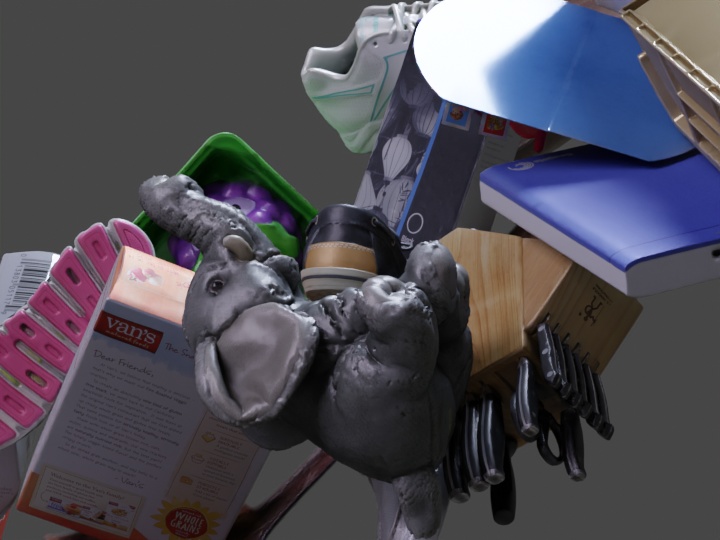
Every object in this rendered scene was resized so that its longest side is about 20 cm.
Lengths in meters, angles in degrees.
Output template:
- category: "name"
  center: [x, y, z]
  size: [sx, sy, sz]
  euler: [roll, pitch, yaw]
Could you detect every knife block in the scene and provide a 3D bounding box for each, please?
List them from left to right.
- category: "knife block"
  center: [0.079, 0.066, 1.654]
  size: [0.176, 0.064, 0.200]
  euler: [-54, 29, -16]

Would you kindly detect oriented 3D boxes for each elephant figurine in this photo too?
- category: "elephant figurine"
  center: [-0.042, 0.044, 1.588]
  size: [0.199, 0.142, 0.155]
  euler: [4, 40, 15]

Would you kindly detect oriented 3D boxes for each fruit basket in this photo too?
- category: "fruit basket"
  center: [-0.104, 0.025, 1.896]
  size: [0.216, 0.155, 0.216]
  euler: [-46, 10, 10]

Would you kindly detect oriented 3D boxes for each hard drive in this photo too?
- category: "hard drive"
  center: [0.170, -0.037, 1.632]
  size: [0.132, 0.025, 0.200]
  euler: [-13, 21, -18]

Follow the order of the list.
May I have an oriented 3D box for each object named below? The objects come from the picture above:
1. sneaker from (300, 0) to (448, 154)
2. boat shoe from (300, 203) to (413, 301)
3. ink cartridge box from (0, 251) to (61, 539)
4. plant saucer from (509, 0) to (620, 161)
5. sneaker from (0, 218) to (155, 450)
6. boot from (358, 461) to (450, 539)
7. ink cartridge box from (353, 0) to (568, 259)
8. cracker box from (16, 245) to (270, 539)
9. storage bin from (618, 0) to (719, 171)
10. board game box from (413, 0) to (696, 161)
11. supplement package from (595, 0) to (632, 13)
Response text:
- category: "sneaker"
  center: [0.042, -0.152, 1.905]
  size: [0.200, 0.080, 0.071]
  euler: [-29, 31, 31]
- category: "boat shoe"
  center: [0.000, 0.000, 1.761]
  size: [0.074, 0.200, 0.062]
  euler: [3, 80, 7]
- category: "ink cartridge box"
  center: [-0.241, 0.112, 1.963]
  size: [0.057, 0.200, 0.163]
  euler: [2, 42, 8]
- category: "plant saucer"
  center: [0.126, -0.138, 1.886]
  size: [0.200, 0.037, 0.201]
  euler: [-37, 28, 24]
- category: "sneaker"
  center: [-0.207, 0.052, 1.826]
  size: [0.200, 0.074, 0.087]
  euler: [-48, -9, -2]
- category: "boot"
  center: [0.007, 0.102, 1.653]
  size: [0.200, 0.095, 0.074]
  euler: [-81, 13, -55]
- category: "ink cartridge box"
  center: [0.061, -0.097, 1.824]
  size: [0.099, 0.039, 0.201]
  euler: [19, 90, 46]
- category: "cracker box"
  center: [-0.122, 0.091, 1.739]
  size: [0.058, 0.134, 0.200]
  euler: [-79, 13, -50]
- category: "storage bin"
  center: [0.274, -0.142, 1.592]
  size: [0.200, 0.094, 0.199]
  euler: [-34, 27, 0]
- category: "board game box"
  center: [0.129, -0.112, 1.735]
  size: [0.158, 0.199, 0.039]
  euler: [-65, -10, -54]
- category: "supplement package"
  center: [0.234, -0.258, 1.761]
  size: [0.200, 0.121, 0.120]
  euler: [-32, 25, -10]
